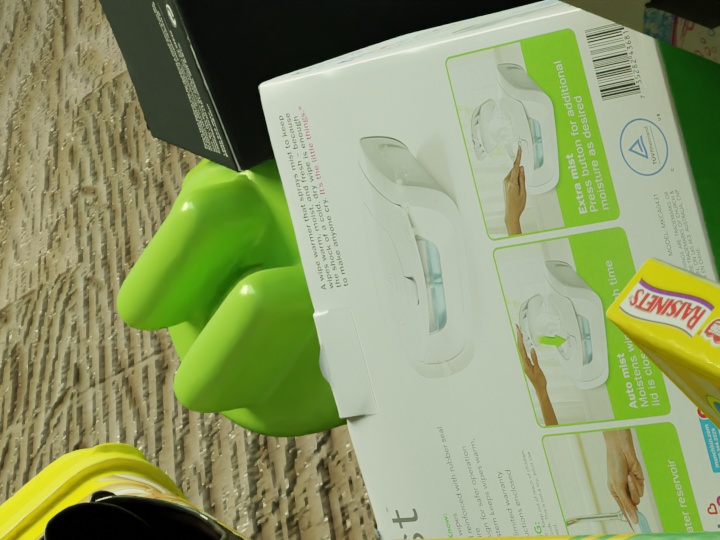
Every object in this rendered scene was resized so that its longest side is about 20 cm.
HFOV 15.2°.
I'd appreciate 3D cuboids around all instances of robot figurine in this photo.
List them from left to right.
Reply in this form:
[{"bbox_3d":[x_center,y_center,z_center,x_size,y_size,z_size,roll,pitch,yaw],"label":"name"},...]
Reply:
[{"bbox_3d":[0.000,0.000,1.090,0.199,0.176,0.116,-13,-33,-46],"label":"robot figurine"}]

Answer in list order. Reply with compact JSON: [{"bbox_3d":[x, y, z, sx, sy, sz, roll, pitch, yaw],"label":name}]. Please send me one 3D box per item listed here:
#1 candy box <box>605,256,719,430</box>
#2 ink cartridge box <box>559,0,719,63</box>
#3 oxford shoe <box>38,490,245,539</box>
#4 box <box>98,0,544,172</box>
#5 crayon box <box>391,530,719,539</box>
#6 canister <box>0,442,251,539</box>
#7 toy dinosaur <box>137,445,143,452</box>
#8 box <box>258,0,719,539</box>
[{"bbox_3d":[0.153,0.075,0.697,0.026,0.200,0.102,-48,25,-4],"label":"candy box"},{"bbox_3d":[0.100,-0.127,0.797,0.117,0.199,0.067,-83,18,-46],"label":"ink cartridge box"},{"bbox_3d":[-0.079,0.105,0.884,0.073,0.085,0.199,-46,21,-30],"label":"oxford shoe"},{"bbox_3d":[0.010,-0.117,1.063,0.199,0.079,0.141,-24,17,-13],"label":"box"},{"bbox_3d":[0.082,0.131,0.772,0.199,0.127,0.051,-8,45,47],"label":"crayon box"},{"bbox_3d":[-0.088,0.153,1.010,0.148,0.087,0.200,-42,26,-16],"label":"canister"},{"bbox_3d":[-0.173,0.160,1.166,0.105,0.061,0.201,7,48,23],"label":"toy dinosaur"},{"bbox_3d":[0.077,0.011,0.896,0.176,0.201,0.096,-10,8,45],"label":"box"}]
